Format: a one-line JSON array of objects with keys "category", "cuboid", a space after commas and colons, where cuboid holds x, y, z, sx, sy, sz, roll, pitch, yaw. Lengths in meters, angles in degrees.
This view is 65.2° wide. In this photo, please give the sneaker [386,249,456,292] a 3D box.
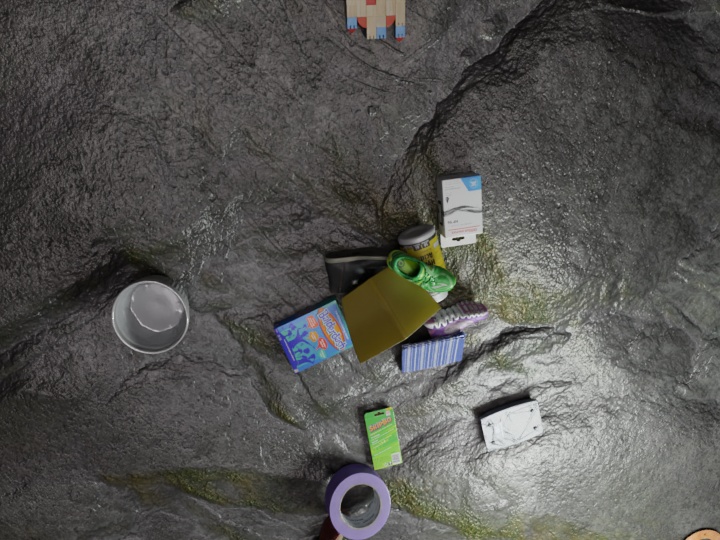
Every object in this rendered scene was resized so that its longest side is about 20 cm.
[{"category": "sneaker", "cuboid": [0.160, 0.012, 1.484, 0.195, 0.084, 0.076, 21, 101, -9]}]

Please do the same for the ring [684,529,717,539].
[{"category": "ring", "cuboid": [1.257, 1.044, 2.088, 0.194, 0.019, 0.207, -2, 105, -7]}]

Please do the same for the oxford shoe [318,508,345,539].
[{"category": "oxford shoe", "cuboid": [-0.087, 0.862, 1.831, 0.074, 0.070, 0.203, 28, 96, -47]}]

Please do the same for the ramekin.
[{"category": "ramekin", "cuboid": [-0.555, 0.109, 1.515, 0.194, 0.105, 0.207, -2, 106, -8]}]

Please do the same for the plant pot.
[{"category": "plant pot", "cuboid": [0.065, 0.103, 1.535, 0.199, 0.199, 0.179, -35, 88, 42]}]

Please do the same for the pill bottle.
[{"category": "pill bottle", "cuboid": [0.181, -0.016, 1.581, 0.108, 0.112, 0.205, -20, 108, -2]}]

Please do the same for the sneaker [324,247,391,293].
[{"category": "sneaker", "cuboid": [0.000, 0.000, 1.586, 0.193, 0.075, 0.109, -4, 112, 3]}]

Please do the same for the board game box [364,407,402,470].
[{"category": "board game box", "cuboid": [0.071, 0.522, 1.764, 0.093, 0.030, 0.206, -12, 110, -5]}]

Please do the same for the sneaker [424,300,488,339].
[{"category": "sneaker", "cuboid": [0.283, 0.155, 1.667, 0.194, 0.081, 0.091, -15, 115, 2]}]

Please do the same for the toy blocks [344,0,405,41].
[{"category": "toy blocks", "cuboid": [0.035, -0.641, 1.398, 0.193, 0.101, 0.140, -5, 118, -7]}]

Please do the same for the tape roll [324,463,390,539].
[{"category": "tape roll", "cuboid": [-0.009, 0.716, 1.752, 0.194, 0.085, 0.207, -1, 92, -15]}]

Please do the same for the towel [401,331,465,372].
[{"category": "towel", "cuboid": [0.215, 0.245, 1.677, 0.194, 0.024, 0.147, -11, 140, -5]}]

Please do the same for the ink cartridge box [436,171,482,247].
[{"category": "ink cartridge box", "cuboid": [0.278, -0.162, 1.575, 0.112, 0.068, 0.206, -8, 107, -5]}]

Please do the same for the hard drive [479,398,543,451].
[{"category": "hard drive", "cuboid": [0.481, 0.490, 1.805, 0.194, 0.042, 0.138, -18, 108, -3]}]

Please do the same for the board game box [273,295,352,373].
[{"category": "board game box", "cuboid": [-0.132, 0.185, 1.628, 0.196, 0.045, 0.155, -25, 108, -1]}]
